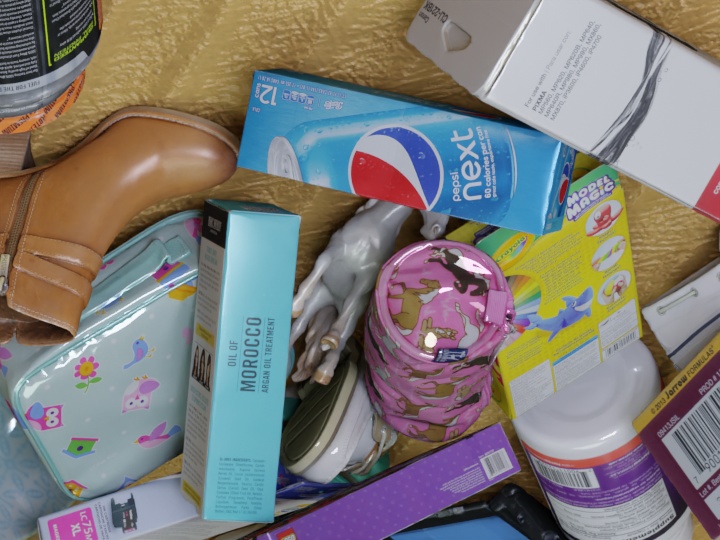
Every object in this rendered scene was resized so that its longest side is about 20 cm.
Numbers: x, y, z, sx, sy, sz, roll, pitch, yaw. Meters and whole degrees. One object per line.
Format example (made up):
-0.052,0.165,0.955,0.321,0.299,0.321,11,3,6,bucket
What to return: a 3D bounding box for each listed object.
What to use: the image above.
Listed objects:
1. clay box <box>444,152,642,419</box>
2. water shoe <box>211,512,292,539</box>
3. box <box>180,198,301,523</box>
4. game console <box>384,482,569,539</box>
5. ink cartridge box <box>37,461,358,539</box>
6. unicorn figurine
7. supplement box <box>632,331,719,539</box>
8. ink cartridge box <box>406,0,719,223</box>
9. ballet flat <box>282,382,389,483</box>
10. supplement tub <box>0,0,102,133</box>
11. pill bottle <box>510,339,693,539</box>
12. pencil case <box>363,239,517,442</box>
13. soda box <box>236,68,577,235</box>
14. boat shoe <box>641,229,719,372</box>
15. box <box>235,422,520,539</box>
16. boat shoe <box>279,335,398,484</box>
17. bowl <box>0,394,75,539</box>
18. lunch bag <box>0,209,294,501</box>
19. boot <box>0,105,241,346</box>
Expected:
0.123,0.004,1.662,0.115,0.048,0.200,-32,143,-12,clay box
-0.054,0.231,1.977,0.071,0.079,0.200,31,133,-30,water shoe
-0.079,0.057,1.624,0.049,0.201,0.082,4,-174,-15,box
0.128,0.247,1.923,0.116,0.176,0.200,-43,147,5,game console
-0.112,0.163,1.753,0.199,0.042,0.119,-17,168,18,ink cartridge box
0.000,0.000,1.674,0.074,0.138,0.200,40,152,-12,unicorn figurine
0.302,0.081,1.673,0.200,0.103,0.131,-20,157,-39,supplement box
0.145,-0.114,1.477,0.200,0.144,0.084,24,101,-24,ink cartridge box
-0.036,0.122,1.843,0.067,0.071,0.200,-10,151,25,ballet flat
-0.213,-0.180,1.450,0.122,0.123,0.200,3,140,0,supplement tub
0.183,0.139,1.822,0.111,0.112,0.200,-9,140,15,pill bottle
0.048,0.048,1.599,0.083,0.087,0.200,-28,165,-11,pencil case
0.030,-0.074,1.548,0.199,0.068,0.064,13,98,13,soda box
0.265,-0.009,1.667,0.067,0.074,0.200,49,115,6,boat shoe
-0.008,0.166,1.664,0.200,0.039,0.137,-22,176,-34,box
-0.006,0.103,1.726,0.068,0.200,0.075,43,108,-9,boat shoe
-0.276,0.090,1.780,0.108,0.200,0.200,31,160,40,bowl
-0.150,0.053,1.716,0.200,0.077,0.161,-32,135,-8,lunch bag
-0.175,-0.023,1.614,0.199,0.155,0.074,-6,140,12,boot
